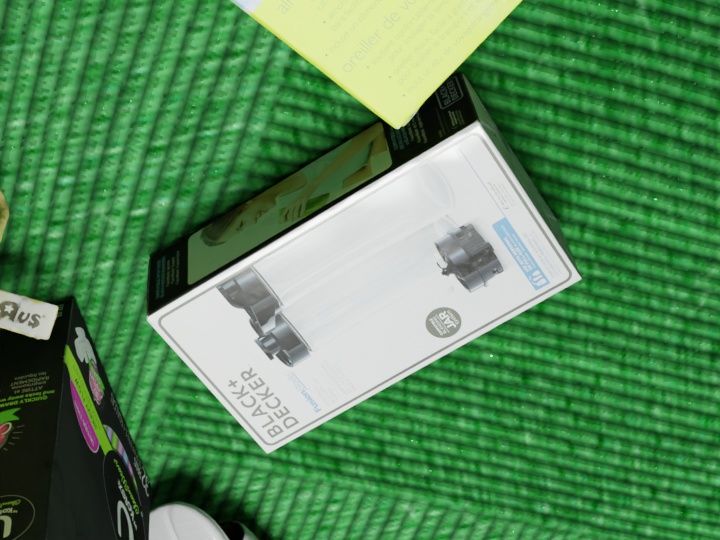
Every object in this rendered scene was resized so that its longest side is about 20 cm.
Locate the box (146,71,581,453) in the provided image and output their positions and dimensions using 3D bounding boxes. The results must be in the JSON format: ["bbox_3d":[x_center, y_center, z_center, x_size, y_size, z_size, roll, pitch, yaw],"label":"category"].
[{"bbox_3d":[0.000,0.000,0.746,0.200,0.060,0.117,-29,121,12],"label":"box"}]

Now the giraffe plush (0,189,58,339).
[{"bbox_3d":[-0.235,0.005,0.626,0.200,0.162,0.173,0,85,-13],"label":"giraffe plush"}]

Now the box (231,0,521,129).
[{"bbox_3d":[-0.017,-0.169,0.640,0.200,0.048,0.122,35,112,-25],"label":"box"}]

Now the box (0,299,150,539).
[{"bbox_3d":[-0.188,0.139,0.731,0.124,0.200,0.149,-14,123,2],"label":"box"}]

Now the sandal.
[{"bbox_3d":[-0.068,0.215,0.878,0.079,0.059,0.207,-14,116,33],"label":"sandal"}]
